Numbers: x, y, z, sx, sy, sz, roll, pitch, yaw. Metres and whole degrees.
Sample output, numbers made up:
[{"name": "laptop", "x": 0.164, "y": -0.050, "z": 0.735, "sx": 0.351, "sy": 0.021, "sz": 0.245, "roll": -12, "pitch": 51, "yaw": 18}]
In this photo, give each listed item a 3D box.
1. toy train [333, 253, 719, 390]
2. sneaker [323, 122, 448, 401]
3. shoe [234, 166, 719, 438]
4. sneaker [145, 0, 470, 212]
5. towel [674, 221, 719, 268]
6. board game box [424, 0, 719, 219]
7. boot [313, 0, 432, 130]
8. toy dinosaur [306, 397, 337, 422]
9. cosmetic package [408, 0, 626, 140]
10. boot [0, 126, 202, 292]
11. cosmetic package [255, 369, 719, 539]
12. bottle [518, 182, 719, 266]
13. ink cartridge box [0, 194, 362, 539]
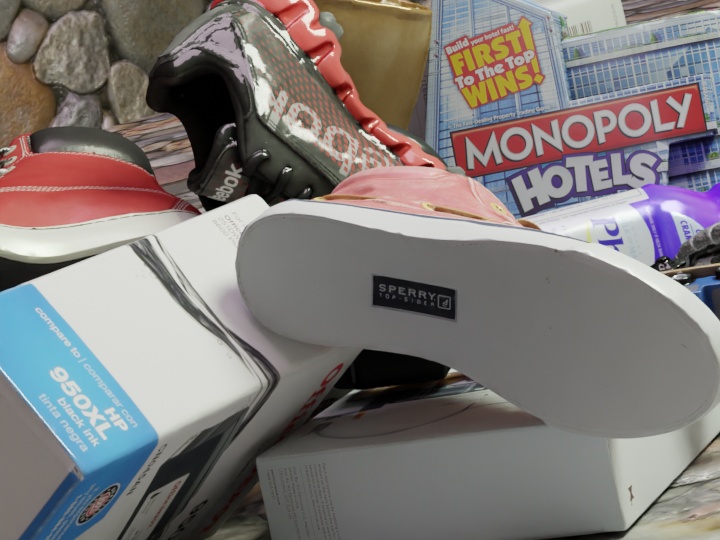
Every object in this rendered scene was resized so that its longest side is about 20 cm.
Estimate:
[{"name": "toy train", "x": 0.078, "y": 0.022, "z": 1.162, "sx": 0.199, "sy": 0.034, "sz": 0.046, "roll": -10, "pitch": 13, "yaw": 13}, {"name": "sneaker", "x": 0.000, "y": 0.000, "z": 1.368, "sx": 0.099, "sy": 0.071, "sz": 0.200, "roll": -53, "pitch": -8, "yaw": -24}, {"name": "shoe", "x": 0.058, "y": 0.004, "z": 1.093, "sx": 0.200, "sy": 0.072, "sz": 0.091, "roll": 13, "pitch": 22, "yaw": 23}, {"name": "sneaker", "x": -0.018, "y": -0.035, "z": 1.225, "sx": 0.098, "sy": 0.201, "sz": 0.071, "roll": -33, "pitch": -10, "yaw": -35}, {"name": "towel", "x": 0.261, "y": -0.010, "z": 1.259, "sx": 0.165, "sy": 0.086, "sz": 0.200, "roll": -21, "pitch": 12, "yaw": -41}, {"name": "board game box", "x": 0.110, "y": -0.067, "z": 1.455, "sx": 0.199, "sy": 0.201, "sz": 0.062, "roll": -12, "pitch": -1, "yaw": 13}, {"name": "boot", "x": -0.065, "y": -0.052, "z": 1.454, "sx": 0.175, "sy": 0.201, "sz": 0.066, "roll": 9, "pitch": 13, "yaw": -6}, {"name": "toy dinosaur", "x": -0.085, "y": 0.068, "z": 1.300, "sx": 0.135, "sy": 0.086, "sz": 0.200, "roll": 0, "pitch": 18, "yaw": 6}, {"name": "cosmetic package", "x": 0.043, "y": -0.057, "z": 1.624, "sx": 0.200, "sy": 0.167, "sz": 0.167, "roll": -7, "pitch": 10, "yaw": 33}, {"name": "boot", "x": -0.172, "y": -0.015, "z": 1.246, "sx": 0.199, "sy": 0.073, "sz": 0.144, "roll": -6, "pitch": 28, "yaw": -24}, {"name": "cosmetic package", "x": 0.066, "y": 0.065, "z": 1.185, "sx": 0.150, "sy": 0.052, "sz": 0.200, "roll": -6, "pitch": 10, "yaw": 23}, {"name": "bottle", "x": 0.137, "y": 0.002, "z": 1.374, "sx": 0.199, "sy": 0.084, "sz": 0.065, "roll": -14, "pitch": -1, "yaw": -10}, {"name": "ink cartridge box", "x": -0.106, "y": 0.064, "z": 1.115, "sx": 0.200, "sy": 0.084, "sz": 0.145, "roll": -25, "pitch": -22, "yaw": -54}]
